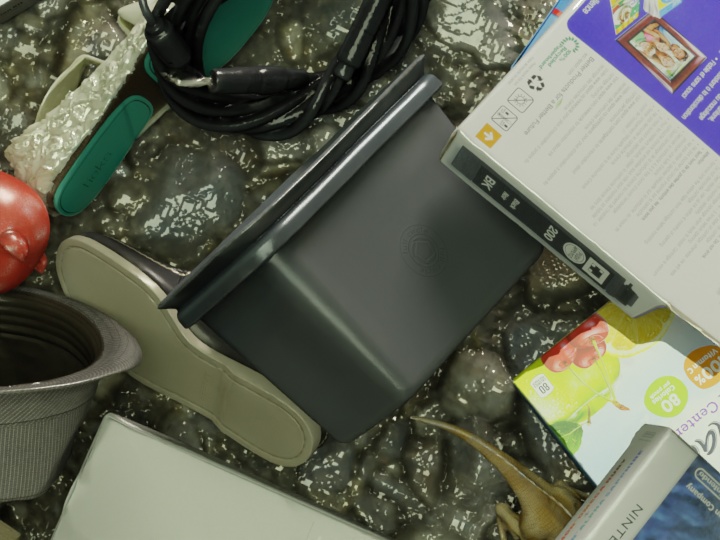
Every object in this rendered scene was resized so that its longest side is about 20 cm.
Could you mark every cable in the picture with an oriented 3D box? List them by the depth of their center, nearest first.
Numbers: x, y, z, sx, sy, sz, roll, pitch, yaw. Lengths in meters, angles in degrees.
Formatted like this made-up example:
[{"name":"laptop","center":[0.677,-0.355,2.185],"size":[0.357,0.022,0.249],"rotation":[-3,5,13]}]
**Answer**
[{"name":"cable","center":[-0.029,-0.154,1.750],"size":[0.200,0.163,0.051],"rotation":[-27,43,-5]}]

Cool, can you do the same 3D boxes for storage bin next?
[{"name":"storage bin","center":[0.000,0.000,1.718],"size":[0.134,0.146,0.200],"rotation":[47,51,-3]}]

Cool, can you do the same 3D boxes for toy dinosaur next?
[{"name":"toy dinosaur","center":[0.112,0.142,1.730],"size":[0.058,0.101,0.200],"rotation":[-42,89,-6]}]

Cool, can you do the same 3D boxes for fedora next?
[{"name":"fedora","center":[-0.218,0.077,1.732],"size":[0.176,0.200,0.091],"rotation":[-8,111,-28]}]

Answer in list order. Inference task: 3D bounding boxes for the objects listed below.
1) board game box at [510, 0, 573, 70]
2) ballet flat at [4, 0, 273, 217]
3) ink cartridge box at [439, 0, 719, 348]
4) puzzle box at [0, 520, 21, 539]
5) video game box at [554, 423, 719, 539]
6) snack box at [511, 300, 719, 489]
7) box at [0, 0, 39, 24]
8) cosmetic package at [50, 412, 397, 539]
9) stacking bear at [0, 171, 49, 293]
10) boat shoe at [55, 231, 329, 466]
[{"name":"board game box","center":[0.207,-0.160,1.788],"size":[0.151,0.037,0.200],"rotation":[34,88,6]},{"name":"ballet flat","center":[-0.140,-0.121,1.795],"size":[0.072,0.072,0.200],"rotation":[43,88,6]},{"name":"ink cartridge box","center":[0.181,-0.072,1.706],"size":[0.200,0.043,0.198],"rotation":[40,63,6]},{"name":"puzzle box","center":[-0.289,0.193,1.738],"size":[0.133,0.025,0.200],"rotation":[31,123,7]},{"name":"video game box","center":[0.181,0.218,1.673],"size":[0.200,0.047,0.182],"rotation":[41,81,-12]},{"name":"snack box","center":[0.217,0.069,1.751],"size":[0.200,0.068,0.169],"rotation":[-38,83,1]},{"name":"box","center":[-0.255,-0.248,1.825],"size":[0.156,0.041,0.200],"rotation":[-30,82,0]},{"name":"cosmetic package","center":[-0.077,0.170,1.752],"size":[0.200,0.090,0.107],"rotation":[25,87,8]},{"name":"stacking bear","center":[-0.272,-0.060,1.766],"size":[0.200,0.121,0.114],"rotation":[38,82,8]},{"name":"boat shoe","center":[-0.094,0.039,1.789],"size":[0.200,0.073,0.063],"rotation":[37,45,11]}]
